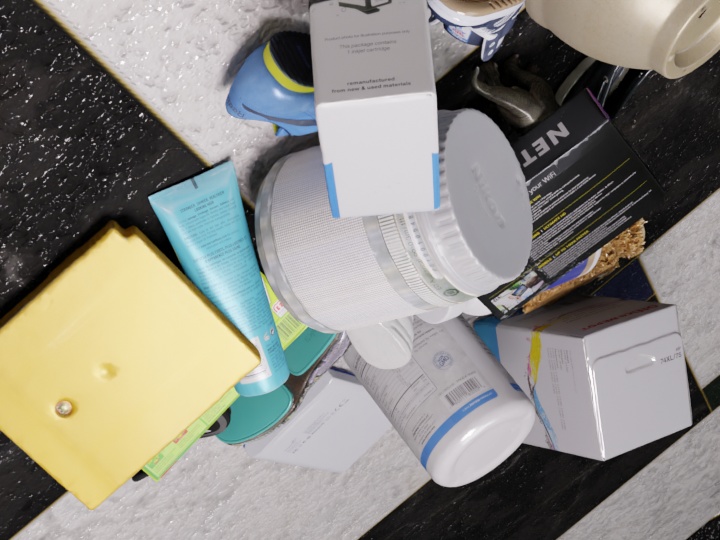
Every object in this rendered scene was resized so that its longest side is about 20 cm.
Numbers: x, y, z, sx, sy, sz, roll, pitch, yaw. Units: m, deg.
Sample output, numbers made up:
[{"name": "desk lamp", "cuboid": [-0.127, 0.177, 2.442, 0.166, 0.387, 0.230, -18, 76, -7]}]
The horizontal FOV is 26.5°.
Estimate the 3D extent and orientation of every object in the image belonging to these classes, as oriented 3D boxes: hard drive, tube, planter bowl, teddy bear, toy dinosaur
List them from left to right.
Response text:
[{"name": "tube", "cuboid": [-0.113, 0.011, 1.300, 0.077, 0.050, 0.201, -28, 117, -22]}, {"name": "hard drive", "cuboid": [-0.032, 0.173, 1.743, 0.132, 0.025, 0.200, -45, 152, 13]}, {"name": "toy dinosaur", "cuboid": [0.159, -0.146, 1.408, 0.077, 0.102, 0.200, -38, 153, -1]}, {"name": "teddy bear", "cuboid": [0.250, -0.016, 1.766, 0.199, 0.067, 0.145, -25, 168, -26]}, {"name": "planter bowl", "cuboid": [0.258, -0.250, 1.310, 0.200, 0.135, 0.200, -35, 158, -16]}]

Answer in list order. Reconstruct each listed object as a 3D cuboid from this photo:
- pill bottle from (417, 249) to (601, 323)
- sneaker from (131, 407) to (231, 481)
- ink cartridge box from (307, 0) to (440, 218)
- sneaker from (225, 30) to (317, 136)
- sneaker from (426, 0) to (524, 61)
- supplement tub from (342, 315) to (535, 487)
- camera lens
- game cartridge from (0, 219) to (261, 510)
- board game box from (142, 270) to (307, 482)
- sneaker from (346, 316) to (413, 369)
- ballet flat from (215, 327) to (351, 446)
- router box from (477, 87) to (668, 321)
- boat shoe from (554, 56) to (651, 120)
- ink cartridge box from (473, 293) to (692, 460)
[{"name": "pill bottle", "cuboid": [0.140, -0.021, 1.561, 0.199, 0.116, 0.116, -20, 147, -30]}, {"name": "sneaker", "cuboid": [-0.204, 0.161, 1.456, 0.199, 0.083, 0.071, -6, 139, -46]}, {"name": "ink cartridge box", "cuboid": [0.008, -0.161, 1.093, 0.084, 0.201, 0.146, -6, 149, 2]}, {"name": "sneaker", "cuboid": [-0.028, -0.144, 1.240, 0.200, 0.066, 0.078, -2, 148, -49]}, {"name": "sneaker", "cuboid": [0.087, -0.208, 1.210, 0.109, 0.070, 0.200, -56, 176, 37]}, {"name": "supplement tub", "cuboid": [0.077, 0.113, 1.594, 0.132, 0.200, 0.132, -28, 150, -18]}, {"name": "camera lens", "cuboid": [0.023, -0.040, 1.281, 0.199, 0.161, 0.160, -14, 166, 32]}, {"name": "game cartridge", "cuboid": [-0.212, 0.078, 1.272, 0.200, 0.032, 0.176, -41, 112, 4]}, {"name": "board game box", "cuboid": [-0.151, 0.080, 1.363, 0.200, 0.048, 0.102, -46, 123, -3]}, {"name": "sneaker", "cuboid": [0.000, 0.000, 1.473, 0.075, 0.089, 0.200, -5, 133, 25]}, {"name": "ballet flat", "cuboid": [-0.070, 0.104, 1.554, 0.200, 0.072, 0.072, -47, 151, 19]}, {"name": "router box", "cuboid": [0.167, -0.056, 1.403, 0.200, 0.051, 0.149, -37, 140, 10]}, {"name": "boat shoe", "cuboid": [0.272, -0.210, 1.486, 0.199, 0.066, 0.074, -47, 151, 16]}, {"name": "ink cartridge box", "cuboid": [0.256, 0.117, 1.766, 0.146, 0.200, 0.147, -16, 101, -31]}]
